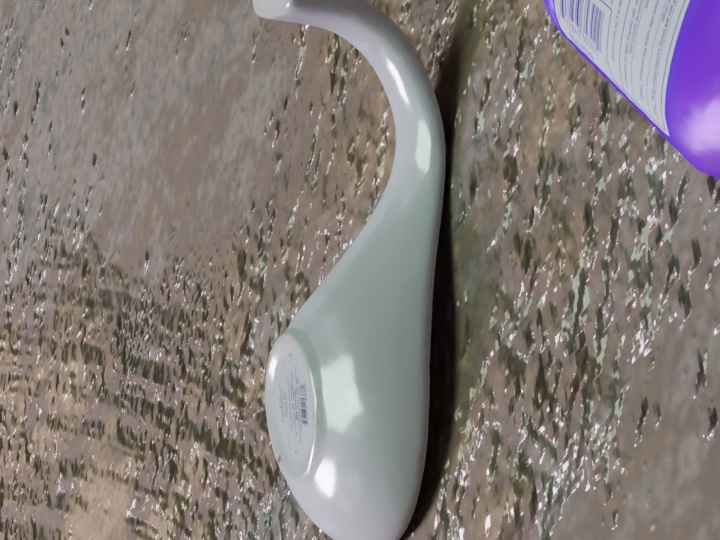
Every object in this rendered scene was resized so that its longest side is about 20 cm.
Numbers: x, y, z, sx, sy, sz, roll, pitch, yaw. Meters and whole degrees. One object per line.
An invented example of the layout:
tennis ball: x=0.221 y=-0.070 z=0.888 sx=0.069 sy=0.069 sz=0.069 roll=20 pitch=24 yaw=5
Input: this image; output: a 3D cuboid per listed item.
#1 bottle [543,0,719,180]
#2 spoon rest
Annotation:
bottle: x=0.110 y=-0.064 z=0.765 sx=0.200 sy=0.065 sz=0.084 roll=-126 pitch=50 yaw=-59
spoon rest: x=0.000 y=0.000 z=1.026 sx=0.099 sy=0.060 sz=0.201 roll=-174 pitch=80 yaw=-68
